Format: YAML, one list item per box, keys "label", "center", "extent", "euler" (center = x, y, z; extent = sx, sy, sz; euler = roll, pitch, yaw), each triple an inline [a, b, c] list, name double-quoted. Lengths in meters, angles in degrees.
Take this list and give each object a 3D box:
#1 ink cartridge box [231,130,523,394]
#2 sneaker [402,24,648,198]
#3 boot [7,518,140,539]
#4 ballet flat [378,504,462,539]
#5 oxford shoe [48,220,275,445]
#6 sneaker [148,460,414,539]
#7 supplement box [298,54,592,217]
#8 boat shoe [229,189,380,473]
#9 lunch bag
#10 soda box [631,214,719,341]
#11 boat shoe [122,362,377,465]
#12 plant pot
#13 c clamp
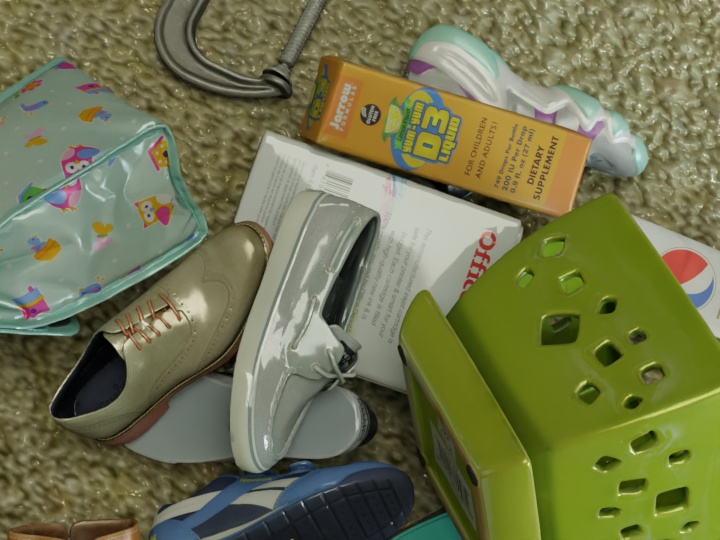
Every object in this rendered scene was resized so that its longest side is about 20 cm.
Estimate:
- label: "ink cartridge box"
  center: [0.000, 0.000, 1.664]
  extent: [0.199, 0.083, 0.147]
  euler: [20, 91, -4]
- label: "sneaker"
  center: [0.107, -0.082, 1.735]
  extent: [0.199, 0.078, 0.140]
  euler: [26, 77, 3]
- label: "boot"
  center: [-0.230, 0.253, 1.544]
  extent: [0.199, 0.077, 0.156]
  euler: [-7, 104, -15]
- label: "ballet flat"
  center: [0.093, 0.183, 1.654]
  extent: [0.199, 0.067, 0.068]
  euler: [-18, 72, -14]
- label: "oxford shoe"
  center: [-0.136, 0.045, 1.589]
  extent: [0.071, 0.074, 0.200]
  euler: [45, 103, 25]
- label: "sneaker"
  center: [-0.061, 0.170, 1.610]
  extent: [0.199, 0.074, 0.082]
  euler: [-18, 37, 2]
- label: "supplement box"
  center: [0.061, -0.096, 1.652]
  extent: [0.199, 0.069, 0.067]
  euler: [15, 96, -13]
- label: "boat shoe"
  center: [-0.034, 0.044, 1.569]
  extent: [0.071, 0.070, 0.202]
  euler: [11, 80, 23]
- label: "lunch bag"
  center: [-0.235, -0.038, 1.604]
  extent: [0.200, 0.170, 0.122]
  euler: [-35, 127, -19]
- label: "soda box"
  center: [0.265, 0.027, 1.729]
  extent: [0.199, 0.064, 0.068]
  euler: [22, 71, -3]
- label: "boat shoe"
  center: [-0.086, 0.103, 1.647]
  extent: [0.198, 0.068, 0.074]
  euler: [-3, 83, 15]
- label: "plant pot"
  center: [0.138, 0.103, 1.545]
  extent: [0.181, 0.200, 0.200]
  euler: [-21, 47, -10]
- label: "c clamp"
  center: [-0.058, -0.210, 1.764]
  extent: [0.170, 0.027, 0.201]
  euler: [31, 71, 1]
